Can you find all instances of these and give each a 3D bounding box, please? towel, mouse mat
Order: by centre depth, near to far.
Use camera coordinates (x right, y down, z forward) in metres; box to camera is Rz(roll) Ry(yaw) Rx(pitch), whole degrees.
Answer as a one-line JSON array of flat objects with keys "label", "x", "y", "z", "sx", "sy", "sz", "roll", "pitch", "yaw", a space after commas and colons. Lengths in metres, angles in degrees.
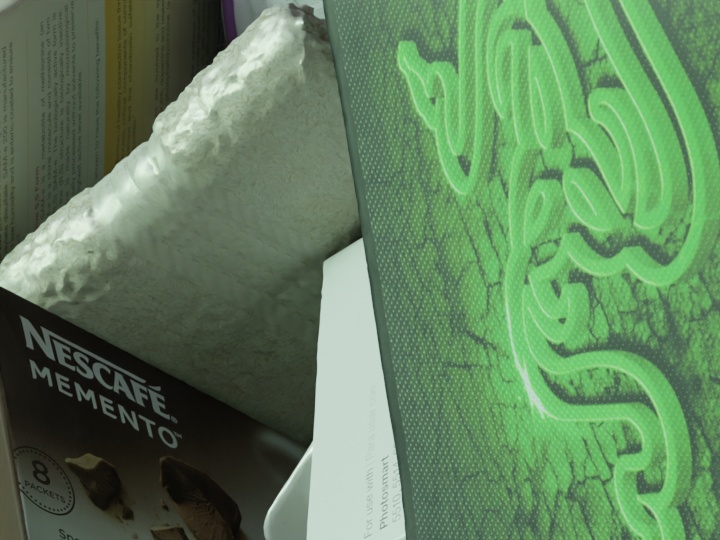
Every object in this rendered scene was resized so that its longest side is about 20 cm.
[{"label": "mouse mat", "x": 0.061, "y": 0.010, "z": 0.722, "sx": 0.161, "sy": 0.008, "sz": 0.201, "roll": -4, "pitch": 96, "yaw": 44}, {"label": "towel", "x": 0.000, "y": 0.000, "z": 0.920, "sx": 0.132, "sy": 0.200, "sz": 0.035, "roll": -42, "pitch": 44, "yaw": 20}]

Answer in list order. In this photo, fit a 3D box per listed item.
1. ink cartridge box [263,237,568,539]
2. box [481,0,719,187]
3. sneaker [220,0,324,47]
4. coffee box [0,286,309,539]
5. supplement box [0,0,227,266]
[{"label": "ink cartridge box", "x": 0.080, "y": 0.039, "z": 0.840, "sx": 0.200, "sy": 0.128, "sz": 0.125, "roll": -30, "pitch": 39, "yaw": 33}, {"label": "box", "x": 0.141, "y": -0.061, "z": 0.744, "sx": 0.159, "sy": 0.046, "sz": 0.200, "roll": -35, "pitch": 56, "yaw": -24}, {"label": "sneaker", "x": 0.011, "y": -0.057, "z": 0.996, "sx": 0.099, "sy": 0.201, "sz": 0.075, "roll": -10, "pitch": 11, "yaw": 11}, {"label": "coffee box", "x": -0.057, "y": 0.100, "z": 0.889, "sx": 0.080, "sy": 0.200, "sz": 0.113, "roll": -40, "pitch": 41, "yaw": 24}, {"label": "supplement box", "x": -0.108, "y": -0.055, "z": 0.963, "sx": 0.073, "sy": 0.126, "sz": 0.200, "roll": 13, "pitch": 27, "yaw": 19}]
